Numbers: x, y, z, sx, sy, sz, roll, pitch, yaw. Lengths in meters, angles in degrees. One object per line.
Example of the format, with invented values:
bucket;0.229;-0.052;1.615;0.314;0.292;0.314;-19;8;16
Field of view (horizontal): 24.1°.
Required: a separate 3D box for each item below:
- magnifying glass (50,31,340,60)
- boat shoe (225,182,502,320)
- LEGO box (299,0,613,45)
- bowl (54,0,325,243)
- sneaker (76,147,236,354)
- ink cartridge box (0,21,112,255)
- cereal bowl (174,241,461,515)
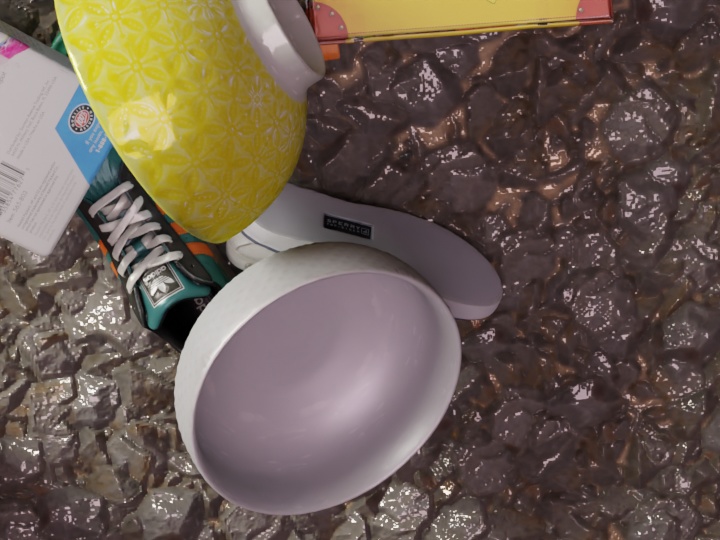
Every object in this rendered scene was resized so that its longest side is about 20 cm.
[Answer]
magnifying glass;-0.114;-0.144;1.148;0.199;0.022;0.080;-8;111;-2
boat shoe;0.000;0.000;1.194;0.199;0.071;0.070;16;136;-14
LEGO box;0.057;-0.230;1.088;0.199;0.077;0.150;-4;105;-4
bowl;-0.086;-0.128;1.034;0.107;0.200;0.201;-27;110;15
sneaker;-0.138;-0.011;1.164;0.071;0.080;0.200;-34;109;10
ink cartridge box;-0.260;-0.108;1.061;0.199;0.068;0.115;28;97;-26
cereal bowl;-0.036;0.062;1.130;0.199;0.083;0.201;-16;130;-20
